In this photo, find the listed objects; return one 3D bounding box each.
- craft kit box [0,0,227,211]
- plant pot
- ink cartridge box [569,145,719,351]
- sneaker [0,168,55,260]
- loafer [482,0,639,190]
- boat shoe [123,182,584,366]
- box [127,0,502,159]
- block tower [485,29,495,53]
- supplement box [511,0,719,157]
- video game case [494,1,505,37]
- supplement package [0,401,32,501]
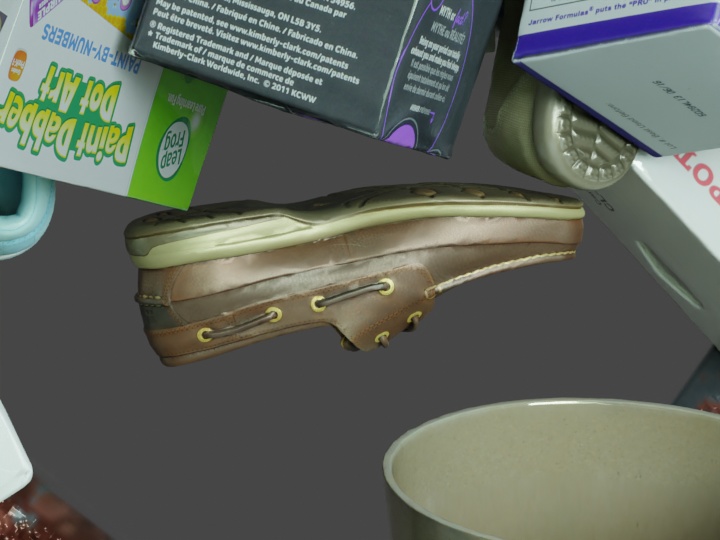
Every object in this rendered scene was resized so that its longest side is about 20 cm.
[{"bbox_3d":[-0.088,-0.129,0.830,0.048,0.200,0.199,23,94,18],"label":"craft kit box"},{"bbox_3d":[0.099,0.178,0.931,0.186,0.187,0.201,-3,106,-17],"label":"plant pot"},{"bbox_3d":[0.212,-0.069,0.997,0.148,0.086,0.200,45,77,-13],"label":"ink cartridge box"},{"bbox_3d":[-0.168,-0.101,0.882,0.074,0.082,0.201,-27,98,-16],"label":"sneaker"},{"bbox_3d":[0.095,-0.128,0.948,0.076,0.068,0.201,35,64,-37],"label":"loafer"},{"bbox_3d":[0.000,0.000,0.944,0.199,0.072,0.068,-7,98,-11],"label":"boat shoe"},{"bbox_3d":[0.007,-0.156,0.835,0.106,0.122,0.201,20,95,15],"label":"box"},{"bbox_3d":[0.025,-0.182,0.931,0.054,0.058,0.201,-1,92,-17],"label":"block tower"},{"bbox_3d":[0.145,-0.161,0.881,0.101,0.103,0.201,27,67,-41],"label":"supplement box"},{"bbox_3d":[0.037,-0.204,0.974,0.199,0.022,0.183,12,87,-16],"label":"video game case"},{"bbox_3d":[-0.238,0.022,0.801,0.147,0.200,0.192,-30,99,-15],"label":"supplement package"}]
